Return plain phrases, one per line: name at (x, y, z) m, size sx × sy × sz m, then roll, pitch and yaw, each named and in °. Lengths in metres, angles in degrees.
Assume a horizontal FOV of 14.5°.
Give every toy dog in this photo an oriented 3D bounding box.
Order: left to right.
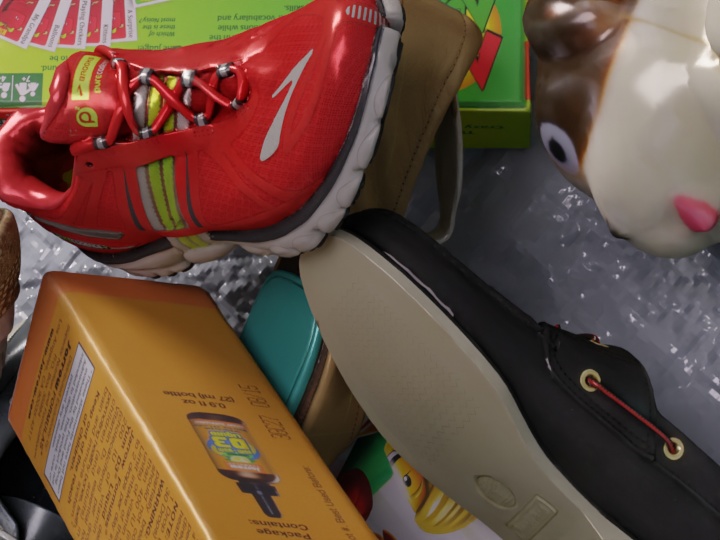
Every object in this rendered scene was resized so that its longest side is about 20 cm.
toy dog at (0.151, -0.076, 0.929) m, size 0.200 × 0.140 × 0.194 m, roll -21°, pitch 57°, yaw 21°

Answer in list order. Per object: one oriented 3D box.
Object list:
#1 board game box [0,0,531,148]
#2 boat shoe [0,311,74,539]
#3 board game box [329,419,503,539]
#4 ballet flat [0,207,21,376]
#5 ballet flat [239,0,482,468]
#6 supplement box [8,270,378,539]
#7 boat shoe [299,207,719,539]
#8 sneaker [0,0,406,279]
board game box at (-0.037, -0.099, 1.037) m, size 0.199 × 0.048 × 0.102 m, roll 0°, pitch 76°, yaw 3°
boat shoe at (-0.130, 0.094, 1.025) m, size 0.062 × 0.073 × 0.200 m, roll -21°, pitch 38°, yaw 51°
board game box at (-0.027, 0.125, 1.020) m, size 0.200 × 0.035 × 0.126 m, roll -45°, pitch 61°, yaw 9°
ballet flat at (-0.163, 0.021, 1.034) m, size 0.070 × 0.065 × 0.200 m, roll -43°, pitch 16°, yaw -26°
ballet flat at (0.000, 0.000, 0.981) m, size 0.069 × 0.063 × 0.201 m, roll -140°, pitch 61°, yaw -63°
supplement box at (-0.055, 0.073, 0.930) m, size 0.200 × 0.066 × 0.069 m, roll 49°, pitch 127°, yaw 56°
boat shoe at (0.062, 0.053, 0.936) m, size 0.201 × 0.074 × 0.063 m, roll 45°, pitch 61°, yaw -3°
sneaker at (-0.060, -0.045, 0.929) m, size 0.200 × 0.085 × 0.077 m, roll -24°, pitch 50°, yaw 51°
